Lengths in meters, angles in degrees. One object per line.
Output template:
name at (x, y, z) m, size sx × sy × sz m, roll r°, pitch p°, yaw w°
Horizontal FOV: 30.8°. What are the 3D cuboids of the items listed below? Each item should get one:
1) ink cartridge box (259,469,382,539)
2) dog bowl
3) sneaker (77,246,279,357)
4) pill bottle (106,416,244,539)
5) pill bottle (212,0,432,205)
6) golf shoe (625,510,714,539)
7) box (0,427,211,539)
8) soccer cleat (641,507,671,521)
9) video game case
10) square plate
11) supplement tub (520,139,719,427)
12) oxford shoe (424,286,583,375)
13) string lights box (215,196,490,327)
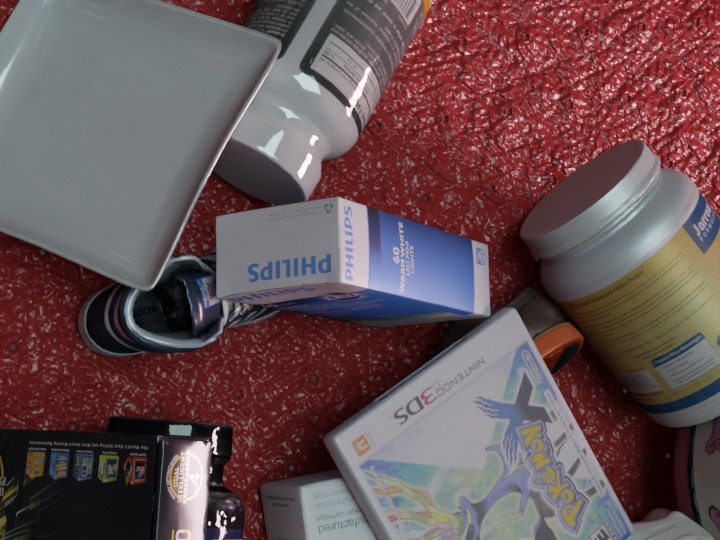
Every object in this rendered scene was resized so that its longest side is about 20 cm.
ink cartridge box at (0.019, 0.243, 0.953) m, size 0.145 × 0.083 × 0.200 m, roll -7°, pitch 86°, yaw -27°
dog bowl at (0.334, 0.175, 1.085) m, size 0.200 × 0.074 × 0.200 m, roll 14°, pitch 71°, yaw -45°
sneaker at (-0.092, 0.009, 0.919) m, size 0.200 × 0.108 × 0.070 m, roll -22°, pitch 93°, yaw -26°
pill bottle at (-0.136, 0.201, 0.872) m, size 0.112 × 0.112 × 0.200 m, roll 8°, pitch 80°, yaw -24°
pill bottle at (-0.036, -0.154, 0.964) m, size 0.116 × 0.116 × 0.200 m, roll 34°, pitch 71°, yaw -17°
golf shoe at (0.183, 0.245, 1.011) m, size 0.200 × 0.092 × 0.075 m, roll -15°, pitch 119°, yaw 5°
box at (-0.182, 0.180, 0.810) m, size 0.049 × 0.200 × 0.161 m, roll 11°, pitch 79°, yaw -52°
soccer cleat at (0.207, 0.282, 1.046) m, size 0.085 × 0.069 × 0.200 m, roll 26°, pitch 78°, yaw -24°
video game case at (0.091, 0.156, 0.943) m, size 0.182 × 0.022 × 0.200 m, roll -33°, pitch 99°, yaw -28°
square plate at (-0.179, -0.100, 0.892) m, size 0.198 × 0.028 × 0.200 m, roll 21°, pitch 72°, yaw 16°
supplement tub at (0.237, 0.010, 1.051) m, size 0.145 × 0.145 × 0.200 m, roll -45°, pitch 103°, yaw -23°
oxford shoe at (0.075, 0.080, 1.023) m, size 0.200 × 0.071 × 0.073 m, roll -26°, pitch 64°, yaw -20°
string lights box at (0.000, 0.000, 0.917) m, size 0.200 × 0.103 × 0.059 m, roll 14°, pitch 72°, yaw -56°
